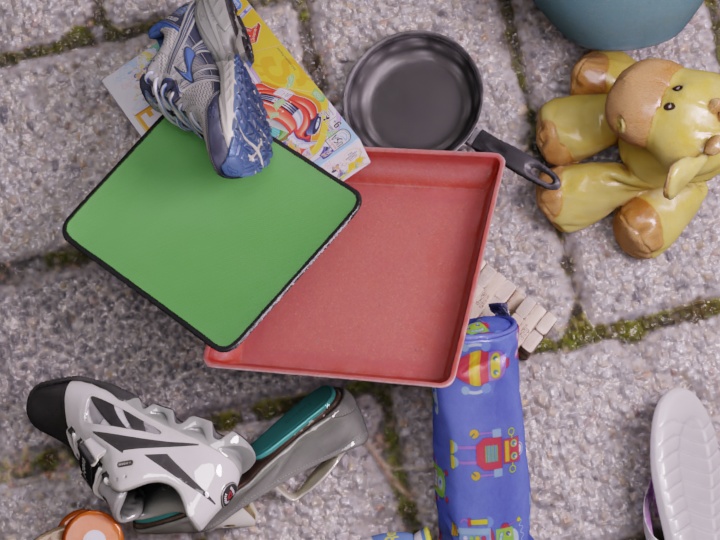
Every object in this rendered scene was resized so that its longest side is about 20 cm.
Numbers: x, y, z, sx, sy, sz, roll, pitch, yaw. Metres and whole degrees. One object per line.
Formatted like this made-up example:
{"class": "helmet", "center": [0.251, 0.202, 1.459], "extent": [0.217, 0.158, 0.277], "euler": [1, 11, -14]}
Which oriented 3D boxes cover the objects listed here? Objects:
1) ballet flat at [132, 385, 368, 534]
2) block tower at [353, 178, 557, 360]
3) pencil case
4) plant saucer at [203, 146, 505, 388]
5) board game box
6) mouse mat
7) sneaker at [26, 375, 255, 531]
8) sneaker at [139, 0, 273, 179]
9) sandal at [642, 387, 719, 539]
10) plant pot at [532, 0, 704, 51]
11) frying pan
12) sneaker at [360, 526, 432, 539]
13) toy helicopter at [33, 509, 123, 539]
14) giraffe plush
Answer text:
{"class": "ballet flat", "center": [-0.081, 0.165, 1.644], "extent": [0.199, 0.067, 0.064], "euler": [-32, 113, -2]}
{"class": "block tower", "center": [0.061, -0.001, 1.671], "extent": [0.200, 0.058, 0.054], "euler": [39, 82, 6]}
{"class": "pencil case", "center": [0.089, 0.129, 1.614], "extent": [0.077, 0.087, 0.202], "euler": [-9, 103, -17]}
{"class": "plant saucer", "center": [0.000, 0.000, 1.590], "extent": [0.198, 0.037, 0.201], "euler": [4, 61, 20]}
{"class": "board game box", "center": [-0.100, -0.117, 1.653], "extent": [0.134, 0.034, 0.200], "euler": [-35, 55, -5]}
{"class": "mouse mat", "center": [-0.114, -0.041, 1.586], "extent": [0.199, 0.008, 0.161], "euler": [33, 74, 33]}
{"class": "sneaker", "center": [-0.185, 0.142, 1.606], "extent": [0.199, 0.074, 0.089], "euler": [14, 58, 28]}
{"class": "sneaker", "center": [-0.121, -0.131, 1.603], "extent": [0.085, 0.077, 0.201], "euler": [-21, 42, 7]}
{"class": "sandal", "center": [0.246, 0.194, 1.643], "extent": [0.050, 0.082, 0.205], "euler": [-13, 81, 41]}
{"class": "plant pot", "center": [0.204, -0.252, 1.659], "extent": [0.198, 0.200, 0.136], "euler": [-8, 115, -1]}
{"class": "frying pan", "center": [0.079, -0.130, 1.687], "extent": [0.188, 0.031, 0.116], "euler": [10, 78, 12]}
{"class": "sneaker", "center": [0.020, 0.298, 1.620], "extent": [0.081, 0.074, 0.202], "euler": [0, 74, 2]}
{"class": "toy helicopter", "center": [-0.187, 0.284, 1.621], "extent": [0.200, 0.079, 0.132], "euler": [43, 77, -7]}
{"class": "giraffe plush", "center": [0.238, -0.105, 1.632], "extent": [0.198, 0.162, 0.174], "euler": [3, 81, 1]}
